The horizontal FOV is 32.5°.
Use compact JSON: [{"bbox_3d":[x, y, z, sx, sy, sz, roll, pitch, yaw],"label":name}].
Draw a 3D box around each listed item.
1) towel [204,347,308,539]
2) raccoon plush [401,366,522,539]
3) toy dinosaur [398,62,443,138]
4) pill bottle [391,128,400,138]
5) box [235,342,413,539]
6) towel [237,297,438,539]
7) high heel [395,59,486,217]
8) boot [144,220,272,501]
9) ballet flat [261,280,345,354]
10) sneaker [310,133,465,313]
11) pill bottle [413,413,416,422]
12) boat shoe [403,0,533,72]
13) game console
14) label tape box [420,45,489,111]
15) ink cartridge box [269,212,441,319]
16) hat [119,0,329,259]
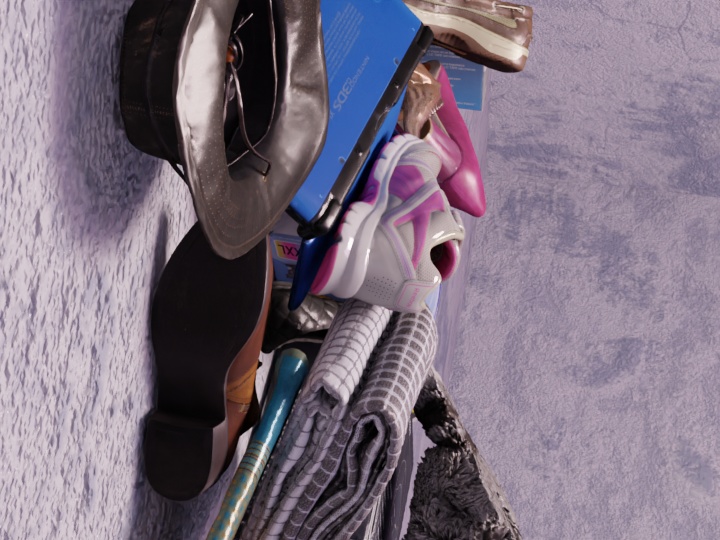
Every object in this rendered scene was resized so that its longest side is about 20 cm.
[{"bbox_3d":[-0.088,0.162,0.812,0.147,0.022,0.201,112,2,-59],"label":"towel"},{"bbox_3d":[0.049,0.198,1.058,0.201,0.133,0.097,66,11,28],"label":"raccoon plush"},{"bbox_3d":[0.027,-0.165,1.087,0.135,0.200,0.086,15,111,-44],"label":"toy dinosaur"},{"bbox_3d":[0.019,-0.093,1.211,0.200,0.111,0.113,-67,162,-63],"label":"pill bottle"},{"bbox_3d":[-0.025,0.196,1.108,0.201,0.123,0.198,86,16,-50],"label":"box"},{"bbox_3d":[-0.015,0.128,0.885,0.166,0.085,0.201,-65,179,-62],"label":"towel"},{"bbox_3d":[0.078,-0.127,1.155,0.096,0.067,0.200,49,14,-24],"label":"high heel"},{"bbox_3d":[-0.078,0.040,0.824,0.200,0.068,0.190,-45,140,-77],"label":"boot"},{"bbox_3d":[-0.018,0.054,1.007,0.199,0.066,0.057,14,61,-44],"label":"ballet flat"},{"bbox_3d":[0.033,-0.027,0.902,0.082,0.088,0.200,-63,179,37],"label":"sneaker"},{"bbox_3d":[0.026,0.068,1.376,0.112,0.111,0.202,-67,162,-61],"label":"pill bottle"},{"bbox_3d":[0.070,-0.252,1.152,0.075,0.201,0.076,19,-89,70],"label":"boat shoe"},{"bbox_3d":[-0.038,-0.105,0.874,0.118,0.171,0.201,-21,-146,49],"label":"game console"},{"bbox_3d":[0.062,-0.263,1.241,0.066,0.142,0.201,-74,167,-45],"label":"label tape box"},{"bbox_3d":[0.000,0.000,1.072,0.200,0.135,0.077,80,21,-61],"label":"ink cartridge box"},{"bbox_3d":[-0.081,-0.105,0.658,0.200,0.080,0.203,7,90,-73],"label":"hat"}]
